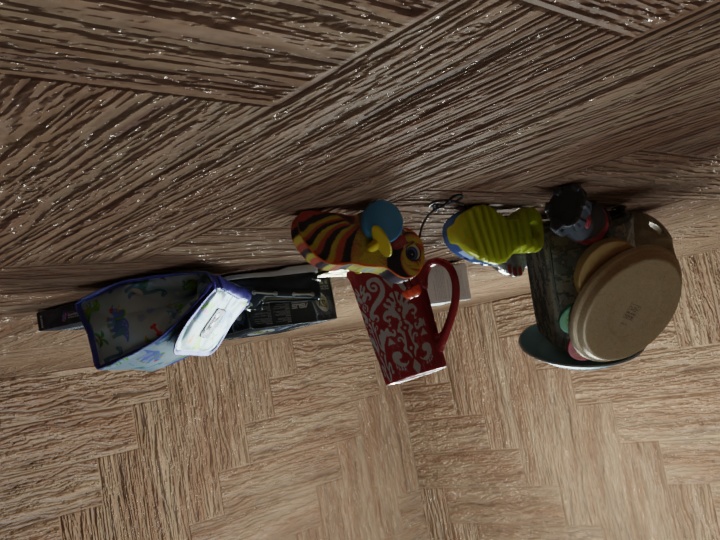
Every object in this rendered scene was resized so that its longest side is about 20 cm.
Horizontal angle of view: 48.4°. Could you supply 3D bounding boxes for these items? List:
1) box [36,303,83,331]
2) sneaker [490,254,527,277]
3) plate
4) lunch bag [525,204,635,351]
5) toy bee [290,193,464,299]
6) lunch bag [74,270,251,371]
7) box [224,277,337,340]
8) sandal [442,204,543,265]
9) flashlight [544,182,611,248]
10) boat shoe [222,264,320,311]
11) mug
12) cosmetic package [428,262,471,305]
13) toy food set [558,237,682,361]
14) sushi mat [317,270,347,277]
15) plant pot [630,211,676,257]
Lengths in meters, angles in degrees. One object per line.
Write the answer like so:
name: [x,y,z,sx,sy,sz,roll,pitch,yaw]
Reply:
box: [-0.402,0.070,1.309,0.142,0.037,0.200,-13,171,23]
sneaker: [0.235,-0.024,1.350,0.081,0.078,0.199,-6,176,29]
plate: [0.354,0.120,1.281,0.198,0.026,0.200,-4,-163,1]
lunch bag: [0.359,0.012,1.253,0.166,0.202,0.139,-14,-166,-3]
toy bee: [0.028,-0.022,0.878,0.198,0.110,0.131,-10,172,2]
lunch bag: [-0.266,0.064,1.139,0.198,0.128,0.170,-26,169,5]
box: [-0.170,0.067,1.425,0.199,0.087,0.163,-4,170,-45]
sandal: [0.166,-0.043,1.066,0.086,0.080,0.199,-11,173,39]
flashlight: [0.292,-0.074,1.066,0.067,0.068,0.200,-21,165,19]
boat shoe: [-0.160,0.034,1.263,0.198,0.061,0.076,-10,174,-6]
mug: [0.077,0.076,1.336,0.132,0.202,0.177,-8,167,-39]
cosmetic package: [0.115,0.037,1.638,0.198,0.082,0.113,-7,175,-32]
toy food set: [0.374,0.048,1.150,0.198,0.200,0.049,1,-152,-26]
sushi mat: [0.000,0.000,1.441,0.095,0.012,0.199,-13,173,29]
plant pot: [0.447,-0.009,1.406,0.198,0.202,0.184,-8,162,-14]
